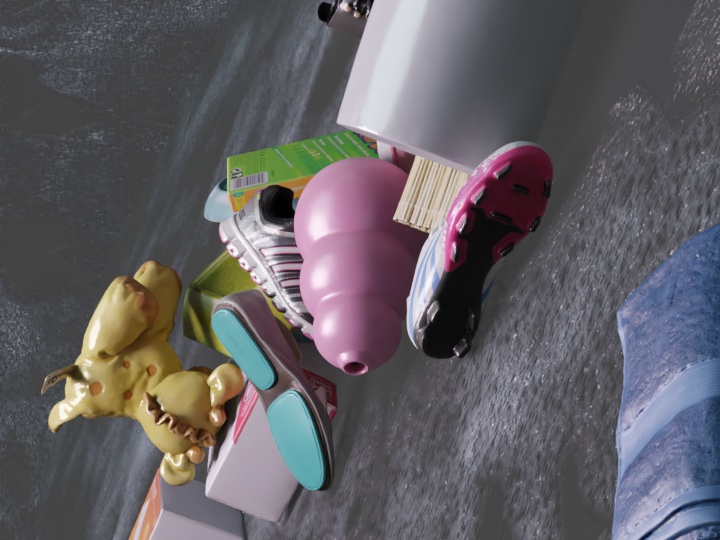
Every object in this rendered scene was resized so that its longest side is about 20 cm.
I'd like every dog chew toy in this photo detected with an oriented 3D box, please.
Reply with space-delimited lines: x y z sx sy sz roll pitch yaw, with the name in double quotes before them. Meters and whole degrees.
"dog chew toy" 0.000 0.000 1.766 0.125 0.123 0.202 127 152 -50

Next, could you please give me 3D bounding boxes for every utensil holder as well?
"utensil holder" 0.084 -0.185 1.577 0.170 0.169 0.202 -148 78 -77

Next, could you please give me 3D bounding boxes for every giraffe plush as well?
"giraffe plush" -0.196 0.111 1.958 0.200 0.161 0.174 -49 -15 -50

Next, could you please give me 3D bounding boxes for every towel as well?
"towel" 0.172 0.074 1.055 0.112 0.048 0.201 127 160 -49

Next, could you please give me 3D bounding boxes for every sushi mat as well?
"sushi mat" 0.095 -0.124 1.671 0.095 0.012 0.202 12 79 36

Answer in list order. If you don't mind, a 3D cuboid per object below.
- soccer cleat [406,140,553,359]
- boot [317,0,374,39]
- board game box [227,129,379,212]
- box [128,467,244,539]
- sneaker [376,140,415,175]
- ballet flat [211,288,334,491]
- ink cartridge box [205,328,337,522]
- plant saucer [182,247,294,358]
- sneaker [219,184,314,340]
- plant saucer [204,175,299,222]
"soccer cleat" 0.082 -0.027 1.537 0.087 0.069 0.201 -108 38 -54
"boot" 0.045 -0.243 1.901 0.200 0.137 0.078 143 146 -65
"board game box" -0.034 -0.107 1.986 0.096 0.198 0.030 -98 -7 -64
"box" -0.207 0.335 2.139 0.124 0.097 0.202 -116 49 -73
"sneaker" 0.071 -0.132 1.795 0.201 0.104 0.076 74 -151 -58
"ballet flat" -0.065 0.105 1.840 0.063 0.201 0.067 -25 -8 -46
"ink cartridge box" -0.088 0.130 1.990 0.200 0.085 0.148 -91 25 -64
"plant saucer" -0.087 -0.004 1.999 0.200 0.048 0.199 -43 22 -14
"sneaker" -0.047 -0.006 1.868 0.088 0.200 0.074 -52 -26 16
"plant saucer" -0.071 -0.096 2.077 0.200 0.198 0.028 -121 14 -74
